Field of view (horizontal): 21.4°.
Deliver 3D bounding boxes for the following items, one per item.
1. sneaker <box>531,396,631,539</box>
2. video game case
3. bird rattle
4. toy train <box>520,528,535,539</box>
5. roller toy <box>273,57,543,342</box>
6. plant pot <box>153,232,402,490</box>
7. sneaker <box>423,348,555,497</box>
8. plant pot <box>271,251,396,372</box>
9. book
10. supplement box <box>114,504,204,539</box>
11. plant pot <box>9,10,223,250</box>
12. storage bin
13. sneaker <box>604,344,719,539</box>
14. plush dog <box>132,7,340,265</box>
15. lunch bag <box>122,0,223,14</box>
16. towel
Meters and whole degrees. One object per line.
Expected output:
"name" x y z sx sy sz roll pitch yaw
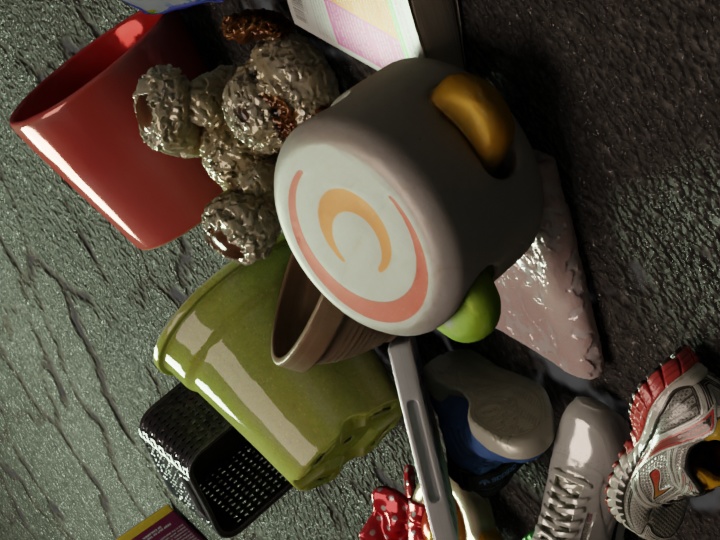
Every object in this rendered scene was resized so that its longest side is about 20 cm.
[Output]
"sneaker" 0.180 0.197 1.576 0.076 0.080 0.201 24 130 35
"video game case" 0.057 0.148 1.690 0.200 0.023 0.184 -32 -72 -88
"bird rattle" 0.086 0.261 1.867 0.201 0.112 0.164 -107 34 -41
"toy train" 0.174 0.260 1.748 0.057 0.041 0.200 62 158 16
"roller toy" 0.039 -0.060 1.425 0.182 0.140 0.201 18 133 38
"plant pot" -0.062 0.096 1.787 0.185 0.200 0.201 51 155 18
"sneaker" 0.121 0.149 1.646 0.200 0.076 0.112 32 142 62
"plant pot" 0.000 0.000 1.642 0.092 0.202 0.201 20 158 -12
"book" 0.000 -0.219 1.492 0.200 0.048 0.134 35 150 42
"supplement box" -0.244 0.450 2.684 0.200 0.103 0.132 37 149 36
"plant pot" -0.210 -0.131 1.835 0.178 0.200 0.200 55 157 -18
"storage bin" -0.111 0.155 1.945 0.094 0.200 0.136 35 156 40
"sneaker" 0.240 0.149 1.441 0.082 0.078 0.201 42 152 28
"plush dog" -0.078 -0.131 1.663 0.201 0.160 0.172 58 137 12
"lunch bag" -0.200 -0.314 1.671 0.200 0.128 0.170 52 156 -21
"towel" 0.111 -0.023 1.534 0.190 0.032 0.201 26 142 49
